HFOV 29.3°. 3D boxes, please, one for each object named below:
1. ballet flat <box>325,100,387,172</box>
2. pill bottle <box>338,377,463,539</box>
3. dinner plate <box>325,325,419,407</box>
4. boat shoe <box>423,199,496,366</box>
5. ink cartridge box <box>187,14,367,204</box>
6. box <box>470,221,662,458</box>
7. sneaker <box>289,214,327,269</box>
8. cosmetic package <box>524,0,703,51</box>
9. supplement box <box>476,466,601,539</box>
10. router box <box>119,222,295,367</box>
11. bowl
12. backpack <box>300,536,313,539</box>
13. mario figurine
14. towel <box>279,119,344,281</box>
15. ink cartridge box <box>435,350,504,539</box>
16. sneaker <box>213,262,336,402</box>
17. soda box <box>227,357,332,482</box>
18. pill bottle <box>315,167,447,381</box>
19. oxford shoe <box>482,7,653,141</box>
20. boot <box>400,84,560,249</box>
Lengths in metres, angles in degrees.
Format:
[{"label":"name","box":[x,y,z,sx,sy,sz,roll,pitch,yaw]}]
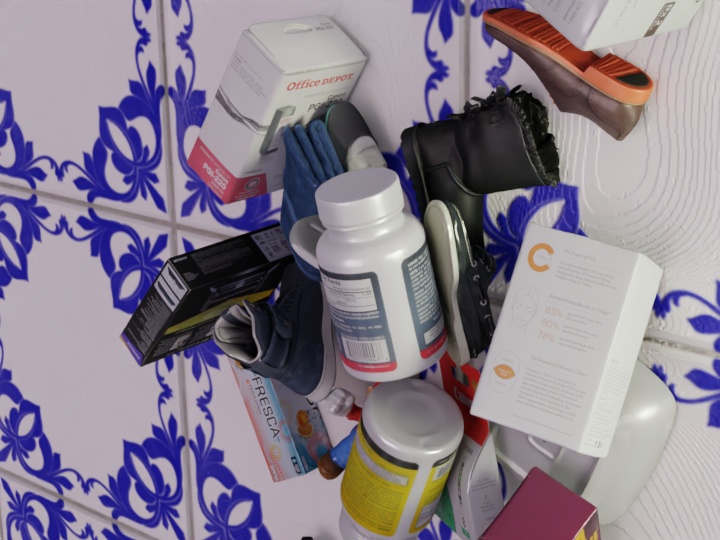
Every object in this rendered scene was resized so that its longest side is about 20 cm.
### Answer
[{"label":"ballet flat","box":[0.006,-0.096,1.596,0.072,0.073,0.203,12,117,39]},{"label":"pill bottle","box":[0.039,0.227,1.543,0.114,0.114,0.202,39,135,26]},{"label":"dinner plate","box":[-0.010,0.096,1.703,0.198,0.024,0.203,16,114,39]},{"label":"boat shoe","box":[0.115,0.007,1.468,0.075,0.065,0.202,-135,29,-58]},{"label":"ink cartridge box","box":[-0.097,-0.188,1.605,0.085,0.145,0.201,45,129,23]},{"label":"box","box":[0.208,0.071,1.384,0.123,0.097,0.203,17,88,28]},{"label":"sneaker","box":[0.000,0.000,1.563,0.080,0.198,0.071,-36,40,49]},{"label":"cosmetic package","box":[0.230,-0.320,1.231,0.165,0.199,0.166,46,129,21]},{"label":"supplement box","box":[0.195,0.317,1.470,0.085,0.110,0.201,30,155,31]},{"label":"router box","box":[-0.185,0.029,1.717,0.052,0.199,0.158,51,130,16]},{"label":"bowl","box":[0.221,0.167,1.484,0.199,0.074,0.202,37,126,26]},{"label":"backpack","box":[-0.084,0.474,1.821,0.167,0.126,0.201,48,133,15]},{"label":"mario figurine","box":[0.010,0.207,1.648,0.201,0.122,0.107,119,144,-45]},{"label":"towel","box":[-0.059,-0.076,1.610,0.201,0.048,0.113,103,147,-58]},{"label":"ink cartridge box","box":[0.108,0.199,1.559,0.161,0.049,0.203,-151,48,-73]},{"label":"sneaker","box":[-0.105,0.048,1.646,0.077,0.145,0.204,-45,37,30]},{"label":"soda box","box":[-0.106,0.165,1.784,0.068,0.063,0.203,-20,90,43]},{"label":"pill bottle","box":[0.018,0.002,1.449,0.118,0.119,0.203,8,121,40]},{"label":"oxford shoe","box":[0.197,-0.200,1.391,0.199,0.071,0.073,38,130,27]},{"label":"boot","box":[0.140,-0.092,1.480,0.161,0.073,0.201,-13,100,35]}]
